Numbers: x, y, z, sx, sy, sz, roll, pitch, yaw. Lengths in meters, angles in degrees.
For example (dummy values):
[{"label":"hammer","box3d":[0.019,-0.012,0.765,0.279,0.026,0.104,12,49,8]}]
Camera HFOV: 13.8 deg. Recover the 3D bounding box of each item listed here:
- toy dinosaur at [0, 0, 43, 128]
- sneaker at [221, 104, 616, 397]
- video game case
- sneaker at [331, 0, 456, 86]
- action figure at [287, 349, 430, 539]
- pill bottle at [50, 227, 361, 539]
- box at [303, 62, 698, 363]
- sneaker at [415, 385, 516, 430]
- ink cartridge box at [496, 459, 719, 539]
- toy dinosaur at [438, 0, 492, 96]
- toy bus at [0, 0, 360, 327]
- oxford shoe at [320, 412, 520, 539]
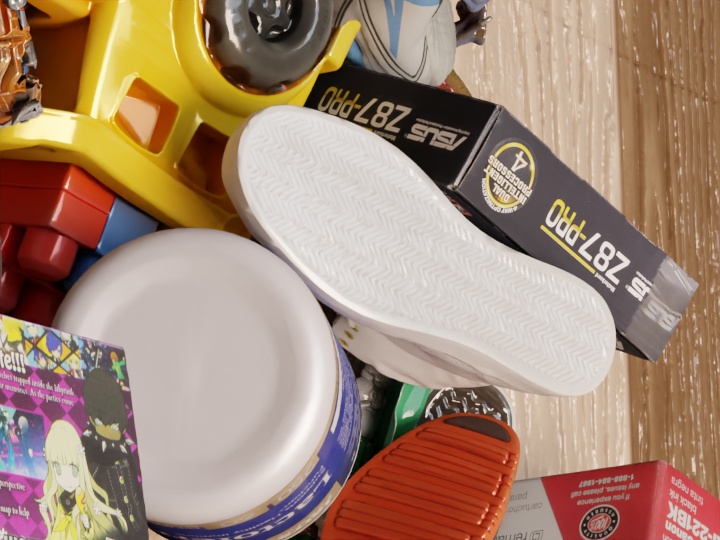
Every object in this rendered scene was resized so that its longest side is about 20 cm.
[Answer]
[{"label":"toy dinosaur","box3d":[-0.162,-0.118,1.072,0.200,0.102,0.136,95,-7,-72]},{"label":"sneaker","box3d":[0.000,0.000,1.261,0.200,0.115,0.074,33,70,-28]},{"label":"video game case","box3d":[-0.139,0.100,1.007,0.200,0.036,0.182,18,60,-57]},{"label":"sneaker","box3d":[0.003,-0.134,1.291,0.200,0.072,0.072,81,3,-65]},{"label":"action figure","box3d":[-0.014,0.096,1.359,0.055,0.118,0.201,22,72,-17]},{"label":"pill bottle","box3d":[-0.059,0.056,1.224,0.200,0.115,0.116,63,24,-78]},{"label":"box","box3d":[0.035,-0.036,1.355,0.161,0.200,0.049,37,78,-41]},{"label":"sneaker","box3d":[0.026,0.148,1.409,0.073,0.085,0.201,19,85,-9]},{"label":"ink cartridge box","box3d":[0.096,0.204,1.420,0.084,0.144,0.201,35,55,-40]},{"label":"toy dinosaur","box3d":[-0.013,-0.146,1.390,0.181,0.105,0.201,3,76,-21]},{"label":"toy bus","box3d":[-0.126,-0.078,1.237,0.200,0.135,0.193,35,72,-39]},{"label":"oxford shoe","box3d":[0.013,0.147,1.292,0.200,0.071,0.073,-56,151,-33]}]
